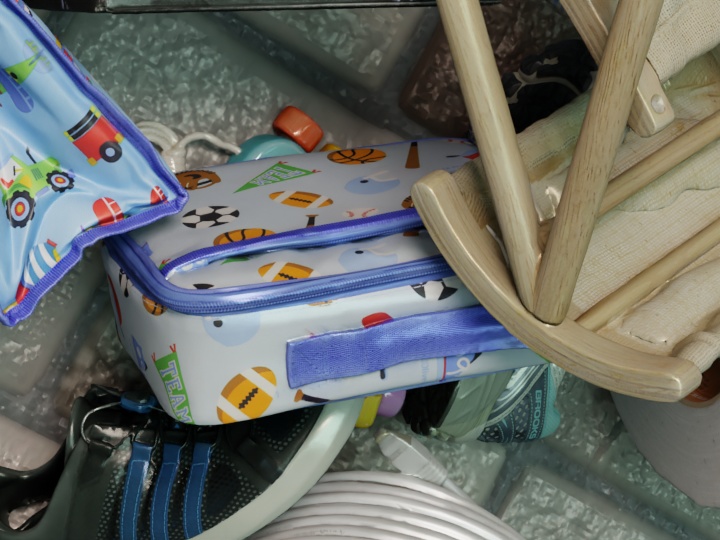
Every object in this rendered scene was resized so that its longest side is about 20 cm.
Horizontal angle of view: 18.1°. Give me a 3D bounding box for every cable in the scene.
[{"bbox_3d":[0.012,0.185,1.017,0.199,0.069,0.200,35,122,-6],"label":"cable"}]

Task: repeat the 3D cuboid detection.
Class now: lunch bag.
[{"bbox_3d":[-0.173,-0.095,0.897,0.094,0.150,0.201,-35,111,-14],"label":"lunch bag"},{"bbox_3d":[0.000,0.000,0.926,0.199,0.160,0.076,-11,110,-17],"label":"lunch bag"}]

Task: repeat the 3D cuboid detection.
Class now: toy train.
[{"bbox_3d":[-0.046,0.028,1.028,0.149,0.056,0.202,-12,104,-22],"label":"toy train"}]

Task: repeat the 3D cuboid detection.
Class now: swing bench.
[{"bbox_3d":[0.121,-0.088,0.849,0.199,0.129,0.201,-31,128,-42],"label":"swing bench"}]

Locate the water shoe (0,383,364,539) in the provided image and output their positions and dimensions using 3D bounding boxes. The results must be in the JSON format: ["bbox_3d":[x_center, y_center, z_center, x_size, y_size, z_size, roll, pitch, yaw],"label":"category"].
[{"bbox_3d":[-0.088,0.082,0.966,0.199,0.072,0.079,-34,114,21],"label":"water shoe"}]

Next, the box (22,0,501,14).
[{"bbox_3d":[-0.058,-0.149,0.912,0.163,0.200,0.087,-4,99,-24],"label":"box"}]

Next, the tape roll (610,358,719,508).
[{"bbox_3d":[0.174,0.006,1.043,0.066,0.200,0.202,-8,102,-21],"label":"tape roll"}]

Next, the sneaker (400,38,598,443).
[{"bbox_3d":[0.086,-0.011,1.077,0.086,0.078,0.201,14,102,-30],"label":"sneaker"}]
